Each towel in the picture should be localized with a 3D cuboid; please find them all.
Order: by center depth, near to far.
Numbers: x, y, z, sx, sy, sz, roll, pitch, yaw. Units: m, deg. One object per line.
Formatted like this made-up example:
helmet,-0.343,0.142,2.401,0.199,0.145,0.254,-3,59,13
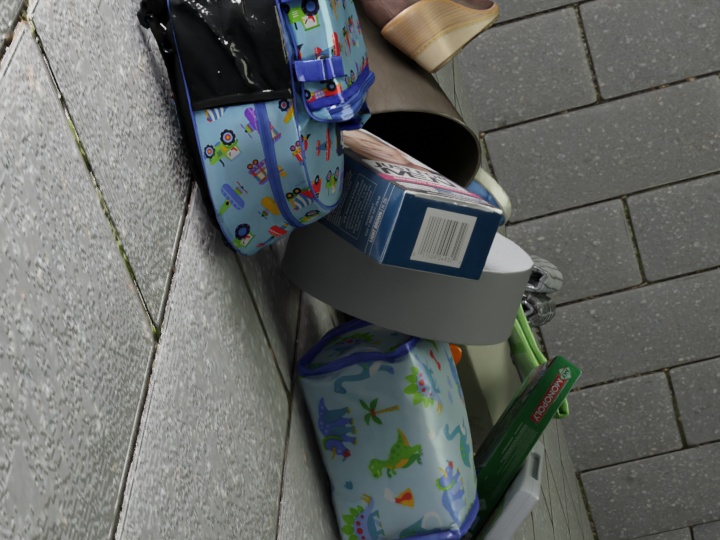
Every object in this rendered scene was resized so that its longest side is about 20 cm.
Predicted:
towel,0.142,0.079,1.843,0.150,0.031,0.200,63,-16,-6
towel,0.115,0.013,2.016,0.166,0.199,0.086,-4,106,-77

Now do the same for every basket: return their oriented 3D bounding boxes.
basket,-0.003,-0.153,1.652,0.136,0.180,0.200,92,-13,-45

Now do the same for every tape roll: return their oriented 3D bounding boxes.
tape roll,0.038,-0.007,1.514,0.200,0.199,0.066,-66,174,-75

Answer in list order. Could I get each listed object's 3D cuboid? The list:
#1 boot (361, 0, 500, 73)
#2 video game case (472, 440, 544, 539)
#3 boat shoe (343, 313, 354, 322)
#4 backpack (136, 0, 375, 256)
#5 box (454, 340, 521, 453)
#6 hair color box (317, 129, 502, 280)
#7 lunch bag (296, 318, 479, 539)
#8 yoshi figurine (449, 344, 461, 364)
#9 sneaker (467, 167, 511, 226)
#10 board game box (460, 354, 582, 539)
boot,0.042,-0.264,1.645,0.167,0.072,0.200,50,23,-3
video game case,0.098,0.251,1.639,0.022,0.200,0.182,34,11,1
boat shoe,0.000,0.000,1.722,0.066,0.070,0.201,-93,174,-54
backpack,-0.060,-0.118,1.307,0.183,0.134,0.201,-52,131,-77
box,0.094,0.081,1.755,0.068,0.082,0.201,-52,137,-37
hair color box,0.008,-0.061,1.419,0.200,0.100,0.061,34,-71,50
lunch bag,0.034,0.123,1.541,0.200,0.127,0.171,-40,117,-68
yoshi figurine,0.025,0.126,1.676,0.112,0.112,0.201,-7,100,-41
sneaker,0.045,-0.072,1.785,0.111,0.200,0.077,-62,-166,-25
board game box,0.123,0.171,1.664,0.029,0.200,0.135,34,-9,2
